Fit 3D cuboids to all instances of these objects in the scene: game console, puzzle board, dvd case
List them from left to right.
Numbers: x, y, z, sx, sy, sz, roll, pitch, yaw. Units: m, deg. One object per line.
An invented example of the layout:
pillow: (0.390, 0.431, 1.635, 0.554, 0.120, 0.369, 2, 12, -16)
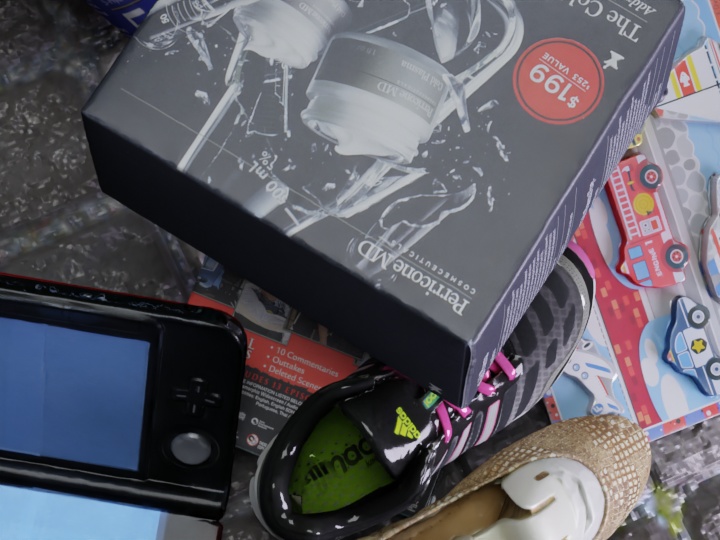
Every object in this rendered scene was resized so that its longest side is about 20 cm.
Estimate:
game console: (-0.162, 0.101, 1.337, 0.199, 0.173, 0.119, 9, 42, 0)
dvd case: (0.000, 0.000, 1.380, 0.145, 0.022, 0.201, 21, 99, 2)
puzzle board: (0.136, -0.022, 1.410, 0.150, 0.017, 0.201, -20, 95, -11)

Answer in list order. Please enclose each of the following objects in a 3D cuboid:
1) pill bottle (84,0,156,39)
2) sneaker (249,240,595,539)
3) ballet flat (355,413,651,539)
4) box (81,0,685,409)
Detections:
pill bottle: (-0.098, -0.177, 1.394, 0.200, 0.119, 0.120, 39, 66, -30)
sneaker: (0.028, 0.061, 1.330, 0.200, 0.087, 0.074, -39, 93, 8)
ballet flat: (0.057, 0.130, 1.357, 0.199, 0.065, 0.071, -30, 100, -11)
box: (0.011, -0.074, 1.283, 0.199, 0.104, 0.183, 30, 75, 10)
